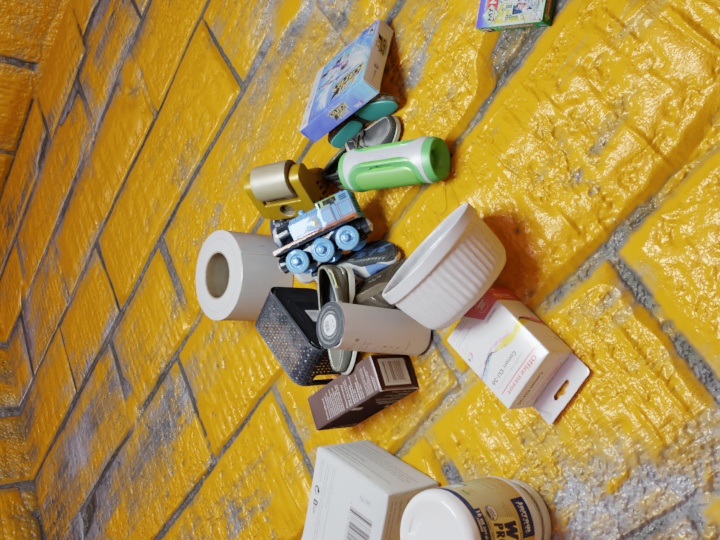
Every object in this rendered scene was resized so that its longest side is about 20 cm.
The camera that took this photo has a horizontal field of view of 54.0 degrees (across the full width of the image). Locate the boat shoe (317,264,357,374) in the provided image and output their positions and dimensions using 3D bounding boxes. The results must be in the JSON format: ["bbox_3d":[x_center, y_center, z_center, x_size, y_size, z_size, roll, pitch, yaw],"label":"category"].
[{"bbox_3d":[-0.047,0.088,1.283,0.072,0.060,0.202,-22,65,51],"label":"boat shoe"}]

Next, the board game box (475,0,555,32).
[{"bbox_3d":[0.261,-0.492,1.135,0.134,0.029,0.201,14,97,47],"label":"board game box"}]

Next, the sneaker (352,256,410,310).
[{"bbox_3d":[0.065,0.037,1.291,0.200,0.076,0.071,-24,26,40],"label":"sneaker"}]

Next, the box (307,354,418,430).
[{"bbox_3d":[0.001,0.228,1.311,0.200,0.100,0.075,-38,60,40],"label":"box"}]

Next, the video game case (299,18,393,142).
[{"bbox_3d":[-0.029,-0.370,1.381,0.200,0.045,0.182,-28,41,43],"label":"video game case"}]

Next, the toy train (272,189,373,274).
[{"bbox_3d":[-0.077,-0.069,1.337,0.200,0.087,0.115,-25,84,12],"label":"toy train"}]

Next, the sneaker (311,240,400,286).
[{"bbox_3d":[0.000,0.000,1.367,0.200,0.076,0.077,-17,111,37],"label":"sneaker"}]

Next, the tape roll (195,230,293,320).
[{"bbox_3d":[-0.265,0.014,1.597,0.202,0.139,0.203,-5,83,49],"label":"tape roll"}]

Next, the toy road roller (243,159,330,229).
[{"bbox_3d":[-0.131,-0.166,1.430,0.123,0.200,0.146,-8,51,24],"label":"toy road roller"}]

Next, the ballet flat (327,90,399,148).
[{"bbox_3d":[-0.001,-0.315,1.390,0.200,0.068,0.076,-29,57,47],"label":"ballet flat"}]

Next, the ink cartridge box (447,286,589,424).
[{"bbox_3d":[0.237,0.129,1.079,0.200,0.067,0.117,48,120,39],"label":"ink cartridge box"}]

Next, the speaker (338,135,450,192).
[{"bbox_3d":[0.058,-0.190,1.274,0.200,0.088,0.089,-2,85,37],"label":"speaker"}]

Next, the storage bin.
[{"bbox_3d":[-0.104,0.128,1.409,0.200,0.135,0.094,49,122,39],"label":"storage bin"}]

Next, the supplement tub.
[{"bbox_3d":[0.172,0.381,1.032,0.144,0.200,0.145,-5,83,48],"label":"supplement tub"}]

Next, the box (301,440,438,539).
[{"bbox_3d":[0.013,0.437,1.257,0.200,0.130,0.200,19,101,48],"label":"box"}]

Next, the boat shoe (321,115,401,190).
[{"bbox_3d":[-0.002,-0.230,1.378,0.201,0.066,0.072,-40,57,38],"label":"boat shoe"}]

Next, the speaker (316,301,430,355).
[{"bbox_3d":[0.026,0.103,1.220,0.081,0.200,0.082,-14,72,50],"label":"speaker"}]

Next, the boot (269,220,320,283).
[{"bbox_3d":[-0.144,-0.052,1.533,0.090,0.073,0.201,-49,52,57],"label":"boot"}]

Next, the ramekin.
[{"bbox_3d":[0.138,0.001,1.113,0.105,0.200,0.200,41,125,-3],"label":"ramekin"}]
